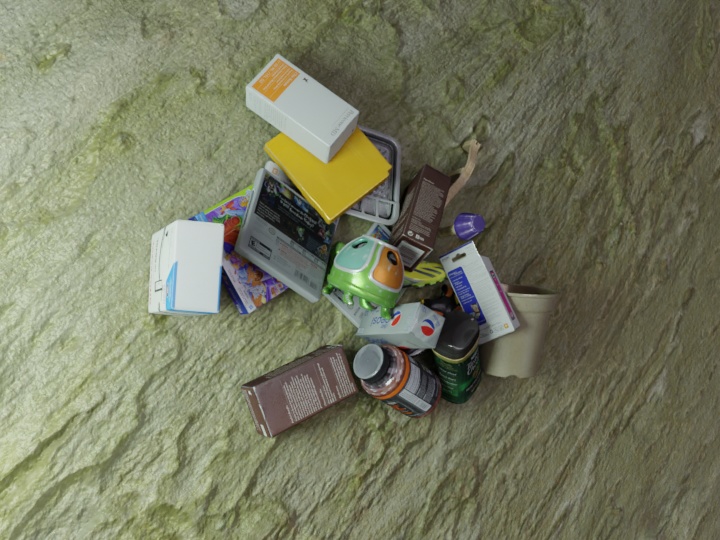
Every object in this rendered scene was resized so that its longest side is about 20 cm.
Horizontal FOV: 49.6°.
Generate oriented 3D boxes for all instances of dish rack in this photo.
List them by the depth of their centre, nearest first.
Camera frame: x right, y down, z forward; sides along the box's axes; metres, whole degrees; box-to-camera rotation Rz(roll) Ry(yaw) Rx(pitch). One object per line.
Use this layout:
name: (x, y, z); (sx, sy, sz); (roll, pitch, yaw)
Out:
dish rack: (0.001, -0.194, 1.590); (0.170, 0.043, 0.202); (14, 69, -27)

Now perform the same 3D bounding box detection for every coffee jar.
coffee jar: (0.198, 0.177, 1.600); (0.104, 0.085, 0.201); (-49, 146, -30)

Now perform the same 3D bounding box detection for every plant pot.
plant pot: (0.324, 0.129, 1.688); (0.199, 0.200, 0.186); (0, 97, -29)

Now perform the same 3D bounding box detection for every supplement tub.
supplement tub: (0.069, 0.213, 1.536); (0.200, 0.106, 0.108); (37, 67, -43)

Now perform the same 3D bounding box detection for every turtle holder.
turtle holder: (0.010, 0.004, 1.496); (0.140, 0.185, 0.133); (22, 90, -12)

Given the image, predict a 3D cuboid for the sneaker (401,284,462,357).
sneaker: (0.138, 0.108, 1.647); (0.199, 0.070, 0.090); (-36, 88, -27)

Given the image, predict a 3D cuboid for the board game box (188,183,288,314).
board game box: (-0.209, -0.040, 1.443); (0.134, 0.045, 0.201); (-34, 101, -28)

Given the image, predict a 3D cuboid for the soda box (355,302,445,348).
soda box: (0.075, 0.109, 1.506); (0.068, 0.199, 0.064); (31, 70, -24)

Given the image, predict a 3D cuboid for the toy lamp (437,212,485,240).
toy lamp: (0.184, -0.083, 1.606); (0.058, 0.199, 0.059); (3, 83, -29)

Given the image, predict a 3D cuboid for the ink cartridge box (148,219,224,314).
ink cartridge box: (-0.300, 0.001, 1.327); (0.083, 0.200, 0.148); (5, 83, -26)

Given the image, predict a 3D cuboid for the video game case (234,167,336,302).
video game case: (-0.134, -0.064, 1.452); (0.199, 0.023, 0.183); (36, 51, -34)

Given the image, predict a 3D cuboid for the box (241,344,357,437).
box: (-0.114, 0.225, 1.476); (0.199, 0.075, 0.101); (-22, 97, -31)

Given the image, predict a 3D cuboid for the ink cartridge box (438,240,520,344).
ink cartridge box: (0.243, 0.044, 1.597); (0.037, 0.094, 0.202); (-24, 88, -50)

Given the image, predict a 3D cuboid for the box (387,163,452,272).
box: (0.117, -0.107, 1.590); (0.074, 0.100, 0.201); (25, 55, -11)

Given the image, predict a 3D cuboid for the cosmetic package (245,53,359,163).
cosmetic package: (-0.112, -0.309, 1.489); (0.199, 0.071, 0.102); (36, 69, 6)

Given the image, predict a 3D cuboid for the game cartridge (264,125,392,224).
game cartridge: (-0.060, -0.215, 1.521); (0.176, 0.032, 0.200); (-38, 83, -18)

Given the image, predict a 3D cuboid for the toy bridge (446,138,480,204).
toy bridge: (0.214, -0.207, 1.711); (0.027, 0.067, 0.201); (39, 68, -20)

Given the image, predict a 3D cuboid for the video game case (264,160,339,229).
video game case: (-0.136, -0.086, 1.528); (0.181, 0.023, 0.202); (25, 74, -25)

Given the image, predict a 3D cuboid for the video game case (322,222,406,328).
video game case: (0.028, 0.017, 1.613); (0.143, 0.018, 0.201); (45, 67, -18)

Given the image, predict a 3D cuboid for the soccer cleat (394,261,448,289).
soccer cleat: (0.103, -0.001, 1.611); (0.198, 0.065, 0.085); (-10, 88, -29)
